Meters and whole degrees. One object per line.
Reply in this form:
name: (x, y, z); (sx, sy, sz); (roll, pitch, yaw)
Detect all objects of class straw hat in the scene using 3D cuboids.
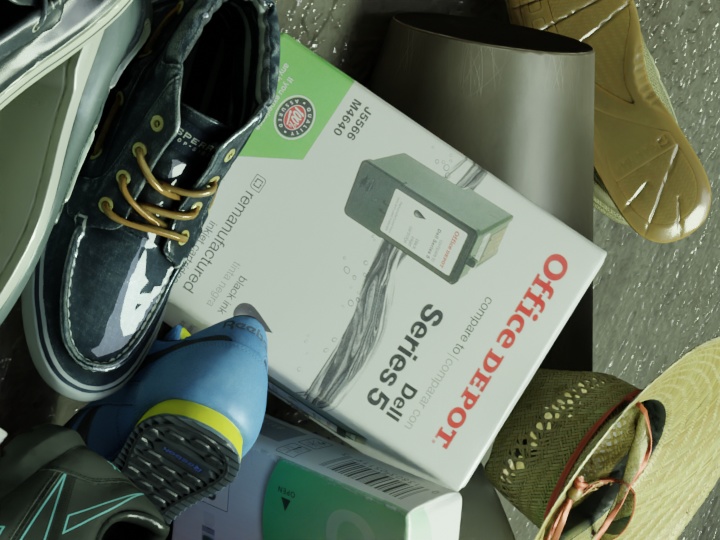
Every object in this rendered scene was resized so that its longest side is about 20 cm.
straw hat: (0.113, 0.093, 1.326); (0.201, 0.085, 0.201); (-39, 149, -29)

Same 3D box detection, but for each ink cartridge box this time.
ink cartridge box: (-0.029, 0.183, 1.284); (0.050, 0.161, 0.201); (-10, 111, -47)
ink cartridge box: (0.000, 0.000, 1.279); (0.146, 0.200, 0.084); (-57, -177, -10)

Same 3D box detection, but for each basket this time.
basket: (0.058, -0.033, 1.403); (0.136, 0.180, 0.201); (-56, 157, -76)

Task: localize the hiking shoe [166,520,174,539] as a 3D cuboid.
hiking shoe: (-0.080, 0.123, 1.380); (0.101, 0.076, 0.200); (-34, 138, -34)

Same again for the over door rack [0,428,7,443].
over door rack: (-0.262, 0.080, 1.099); (0.200, 0.067, 0.148); (41, 76, -45)

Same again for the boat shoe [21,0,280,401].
boat shoe: (-0.097, -0.039, 1.174); (0.071, 0.091, 0.201); (20, 77, -24)

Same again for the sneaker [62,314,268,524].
sneaker: (-0.104, 0.078, 1.246); (0.066, 0.200, 0.079); (33, 54, -19)

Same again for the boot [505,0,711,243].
boot: (0.136, -0.112, 1.516); (0.073, 0.200, 0.155); (-29, -176, 0)

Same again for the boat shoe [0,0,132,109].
boat shoe: (-0.152, -0.124, 1.092); (0.200, 0.075, 0.062); (-46, 151, -17)

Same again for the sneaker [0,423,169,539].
sneaker: (-0.162, 0.140, 1.122); (0.200, 0.079, 0.076); (-44, 159, -44)

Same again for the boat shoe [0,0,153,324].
boat shoe: (-0.147, -0.048, 1.157); (0.062, 0.073, 0.201); (23, 87, -59)

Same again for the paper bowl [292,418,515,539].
paper bowl: (0.028, 0.167, 1.394); (0.104, 0.201, 0.201); (-18, 136, -8)
